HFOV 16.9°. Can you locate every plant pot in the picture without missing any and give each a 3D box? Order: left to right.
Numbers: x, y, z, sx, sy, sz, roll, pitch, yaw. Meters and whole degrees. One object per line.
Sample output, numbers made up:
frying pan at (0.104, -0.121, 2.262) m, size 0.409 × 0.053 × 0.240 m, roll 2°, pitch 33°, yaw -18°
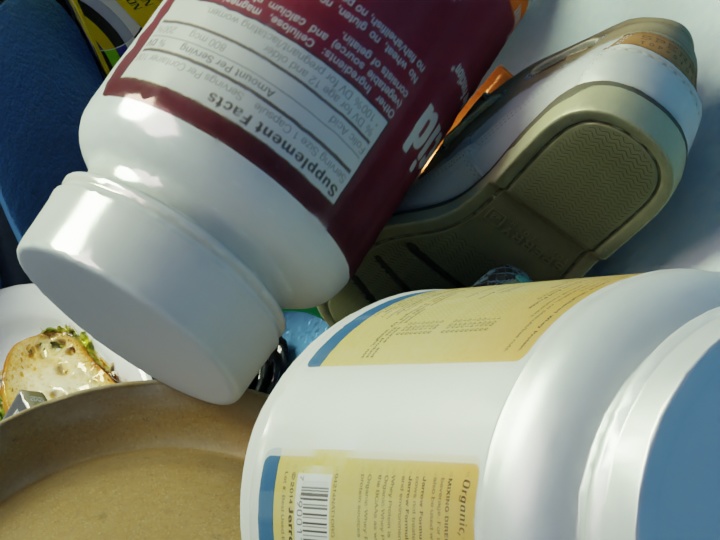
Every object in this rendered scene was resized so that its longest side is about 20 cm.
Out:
plant pot at (-0.075, 0.121, 0.838) m, size 0.028 × 0.199 × 0.201 m, roll 86°, pitch 179°, yaw -45°

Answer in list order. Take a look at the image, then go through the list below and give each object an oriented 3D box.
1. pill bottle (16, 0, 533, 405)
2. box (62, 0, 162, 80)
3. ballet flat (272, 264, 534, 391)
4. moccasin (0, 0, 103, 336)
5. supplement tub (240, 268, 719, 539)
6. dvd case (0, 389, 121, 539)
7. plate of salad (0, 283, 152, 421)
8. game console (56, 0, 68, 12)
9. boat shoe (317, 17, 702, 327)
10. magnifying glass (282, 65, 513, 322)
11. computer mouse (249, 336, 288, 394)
pill bottle at (-0.030, -0.059, 0.884) m, size 0.200 × 0.114 × 0.114 m, roll -56°, pitch 25°, yaw -16°
box at (-0.108, -0.148, 1.058) m, size 0.064 × 0.201 × 0.070 m, roll -27°, pitch 39°, yaw -7°
ballet flat at (0.003, 0.057, 0.919) m, size 0.200 × 0.074 × 0.075 m, roll -31°, pitch 41°, yaw 35°
moccasin at (-0.148, -0.020, 1.075) m, size 0.068 × 0.080 × 0.201 m, roll 0°, pitch 101°, yaw 50°
supplement tub at (0.068, 0.074, 0.716) m, size 0.200 × 0.144 × 0.145 m, roll -5°, pitch 63°, yaw 59°
dvd case at (-0.121, 0.166, 0.903) m, size 0.149 × 0.016 × 0.200 m, roll -57°, pitch 46°, yaw 23°
plate of salad at (-0.160, 0.100, 1.009) m, size 0.199 × 0.048 × 0.201 m, roll -14°, pitch 67°, yaw 36°
game console at (-0.186, -0.084, 1.084) m, size 0.200 × 0.031 × 0.178 m, roll -19°, pitch -57°, yaw -67°
boat shoe at (0.059, -0.026, 0.909) m, size 0.200 × 0.075 × 0.069 m, roll -33°, pitch 22°, yaw 47°
magnifying glass at (0.000, 0.000, 0.989) m, size 0.200 × 0.079 × 0.022 m, roll -48°, pitch 35°, yaw 7°
computer mouse at (-0.109, 0.050, 1.146) m, size 0.139 × 0.053 × 0.200 m, roll -60°, pitch 28°, yaw 11°
